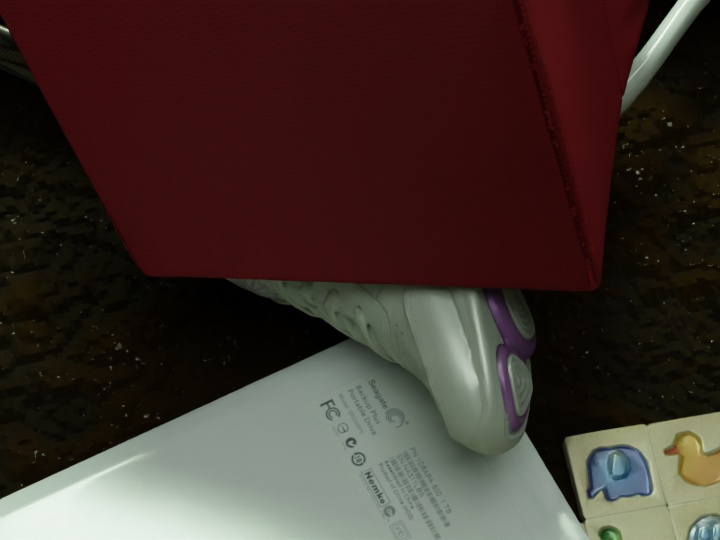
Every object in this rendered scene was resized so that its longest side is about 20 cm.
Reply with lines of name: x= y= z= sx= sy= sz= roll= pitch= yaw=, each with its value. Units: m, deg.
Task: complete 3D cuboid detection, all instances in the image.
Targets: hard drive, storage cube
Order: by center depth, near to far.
storage cube: x=-0.005 y=-0.114 z=0.752 sx=0.199 sy=0.180 sz=0.172 roll=1 pitch=54 yaw=19
hard drive: x=-0.027 y=0.106 z=0.814 sx=0.199 sy=0.025 sz=0.132 roll=-24 pitch=66 yaw=-14

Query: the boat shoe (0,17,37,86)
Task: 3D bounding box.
boat shoe: x=-0.147 y=-0.120 z=0.878 sx=0.199 sy=0.073 sz=0.075 roll=17 pitch=67 yaw=2

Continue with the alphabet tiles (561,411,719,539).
alphabet tiles: x=0.158 y=0.131 z=0.836 sx=0.199 sy=0.008 sz=0.168 roll=-9 pitch=69 yaw=-8

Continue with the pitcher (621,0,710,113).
pitcher: x=0.121 y=-0.151 z=0.897 sx=0.199 sy=0.121 sz=0.172 roll=-18 pitch=77 yaw=-1

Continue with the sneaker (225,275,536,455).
sneaker: x=0.000 y=0.000 z=0.834 sx=0.099 sy=0.075 sz=0.200 roll=-30 pitch=51 yaw=4
